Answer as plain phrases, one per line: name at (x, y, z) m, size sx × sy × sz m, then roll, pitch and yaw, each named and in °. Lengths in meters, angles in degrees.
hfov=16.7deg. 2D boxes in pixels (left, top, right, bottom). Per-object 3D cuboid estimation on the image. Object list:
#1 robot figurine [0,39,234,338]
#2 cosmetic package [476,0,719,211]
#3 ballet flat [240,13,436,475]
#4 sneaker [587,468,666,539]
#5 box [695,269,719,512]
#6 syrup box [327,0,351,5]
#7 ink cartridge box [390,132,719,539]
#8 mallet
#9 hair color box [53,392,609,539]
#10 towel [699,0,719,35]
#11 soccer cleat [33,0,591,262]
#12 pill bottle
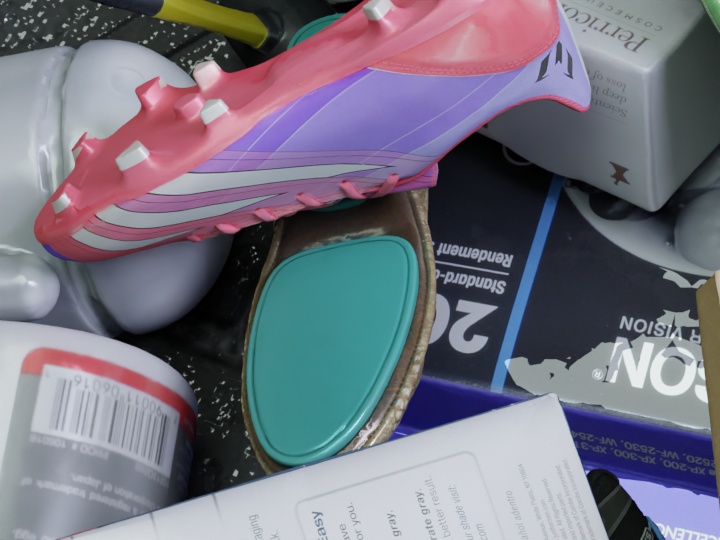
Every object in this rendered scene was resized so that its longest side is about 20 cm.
robot figurine at (-0.133, -0.025, 0.937) m, size 0.200 × 0.113 × 0.170 m, roll -8°, pitch 29°, yaw 13°
cosmetic package at (0.123, -0.122, 0.901) m, size 0.102 × 0.074 × 0.200 m, roll 26°, pitch 56°, yaw 30°
ballet flat at (0.000, 0.000, 0.861) m, size 0.070 × 0.065 × 0.200 m, roll -6°, pitch 54°, yaw 17°
sneaker at (0.010, 0.120, 0.833) m, size 0.199 × 0.071 × 0.083 m, roll -17°, pitch 74°, yaw -10°
box at (0.175, 0.105, 0.700) m, size 0.163 × 0.021 × 0.200 m, roll 16°, pitch 53°, yaw -24°
syrup box at (0.009, -0.156, 0.909) m, size 0.079 × 0.200 × 0.081 m, roll -39°, pitch 100°, yaw -4°
ink cartridge box at (0.090, 0.017, 0.894) m, size 0.198 × 0.043 × 0.200 m, roll 10°, pitch 70°, yaw 20°
mallet at (-0.079, -0.107, 0.923) m, size 0.041 × 0.200 × 0.066 m, roll -52°, pitch 49°, yaw 19°
hair color box at (-0.019, 0.118, 0.761) m, size 0.200 × 0.061 × 0.100 m, roll -16°, pitch 68°, yaw -7°
towel at (0.186, -0.069, 0.825) m, size 0.153 × 0.023 × 0.200 m, roll -33°, pitch 92°, yaw -39°
soccer cleat at (-0.019, -0.042, 0.821) m, size 0.200 × 0.076 × 0.067 m, roll -29°, pitch 25°, yaw 19°
pill bottle at (-0.125, 0.129, 0.860) m, size 0.114 × 0.114 × 0.200 m, roll 0°, pitch 66°, yaw 16°
